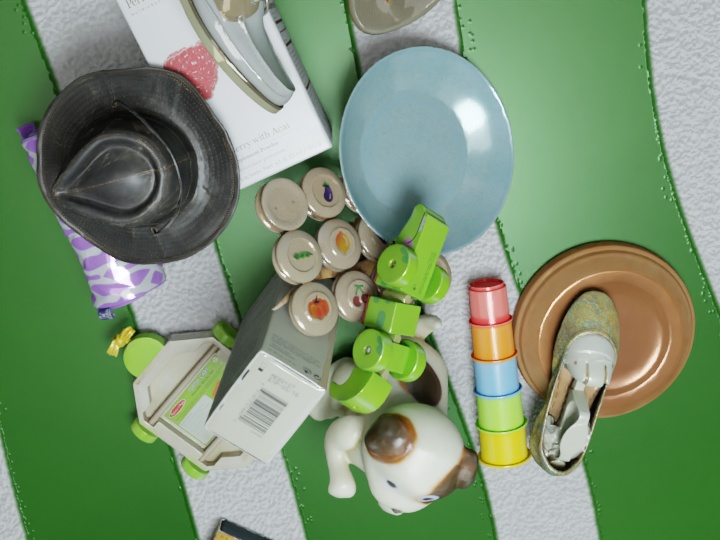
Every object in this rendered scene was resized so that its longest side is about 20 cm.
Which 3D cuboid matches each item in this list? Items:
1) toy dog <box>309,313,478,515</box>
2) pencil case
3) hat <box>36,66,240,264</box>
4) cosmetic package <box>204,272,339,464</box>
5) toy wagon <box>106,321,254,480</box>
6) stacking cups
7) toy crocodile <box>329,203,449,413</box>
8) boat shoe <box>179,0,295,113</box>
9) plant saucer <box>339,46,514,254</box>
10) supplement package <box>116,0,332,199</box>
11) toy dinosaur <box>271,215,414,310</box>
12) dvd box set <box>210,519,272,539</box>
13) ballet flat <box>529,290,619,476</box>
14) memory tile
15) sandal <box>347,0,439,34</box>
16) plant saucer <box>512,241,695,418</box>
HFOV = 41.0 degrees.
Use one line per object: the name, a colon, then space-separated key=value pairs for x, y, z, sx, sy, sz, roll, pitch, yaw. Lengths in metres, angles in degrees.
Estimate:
toy dog: x=0.048 y=0.157 z=0.957 sx=0.139 sy=0.200 sz=0.194 roll=36 pitch=103 yaw=-20
pencil case: x=-0.263 y=-0.058 z=0.954 sx=0.085 sy=0.084 sz=0.201 roll=-5 pitch=110 yaw=38
hat: x=-0.211 y=-0.080 z=0.841 sx=0.200 sy=0.081 sz=0.201 roll=6 pitch=113 yaw=13
cosmetic package: x=-0.078 y=0.079 z=0.929 sx=0.073 sy=0.200 sz=0.104 roll=33 pitch=114 yaw=-10
toy wagon: x=-0.178 y=0.125 z=1.029 sx=0.200 sy=0.040 sz=0.155 roll=39 pitch=101 yaw=-12
stacking cups: x=0.149 y=0.108 z=1.032 sx=0.060 sy=0.061 sz=0.201 roll=-5 pitch=103 yaw=-1
toy crocodile: x=0.030 y=0.037 z=0.890 sx=0.067 sy=0.062 sz=0.201 roll=20 pitch=87 yaw=-46
boat shoe: x=-0.108 y=-0.225 z=0.786 sx=0.068 sy=0.075 sz=0.200 roll=-32 pitch=104 yaw=12
plant saucer: x=0.060 y=-0.115 z=0.942 sx=0.200 sy=0.039 sz=0.202 roll=0 pitch=91 yaw=-29
supplement package: x=-0.120 y=-0.189 z=0.897 sx=0.121 sy=0.120 sz=0.200 roll=-24 pitch=105 yaw=6
toy dinosaur: x=0.000 y=0.000 z=0.951 sx=0.060 sy=0.107 sz=0.200 roll=-26 pitch=150 yaw=36
dvd box set: x=-0.141 y=0.400 z=1.115 sx=0.146 sy=0.029 sz=0.200 roll=26 pitch=104 yaw=-9
ballet flat: x=0.226 y=0.122 z=0.994 sx=0.070 sy=0.071 sz=0.201 roll=13 pitch=105 yaw=-6
memory tile: x=-0.001 y=-0.029 z=0.926 sx=0.200 sy=0.017 sz=0.154 roll=-16 pitch=87 yaw=-37
sandal: x=0.078 y=-0.291 z=0.909 sx=0.199 sy=0.054 sz=0.081 roll=-24 pitch=106 yaw=5
plant saucer: x=0.263 y=0.069 z=1.032 sx=0.199 sy=0.037 sz=0.201 roll=-1 pitch=106 yaw=-3
